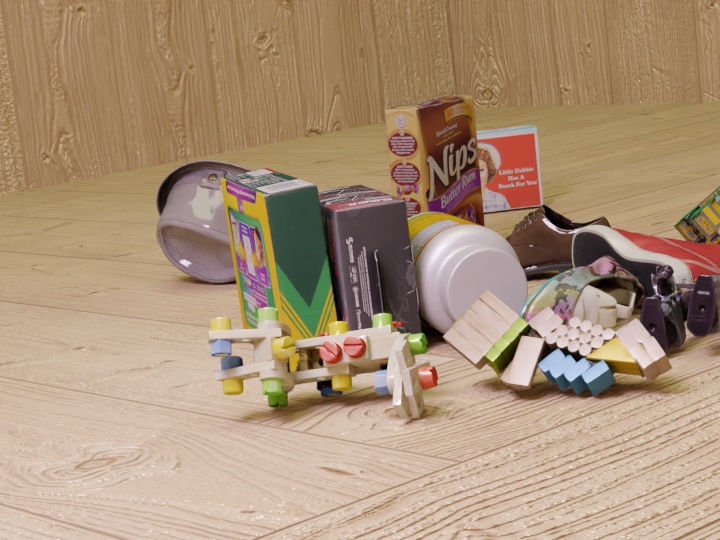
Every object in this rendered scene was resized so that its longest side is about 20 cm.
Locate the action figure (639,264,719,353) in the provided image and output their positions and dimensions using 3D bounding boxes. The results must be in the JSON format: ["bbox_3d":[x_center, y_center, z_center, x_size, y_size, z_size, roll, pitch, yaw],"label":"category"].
[{"bbox_3d":[0.324,0.026,1.672,0.129,0.070,0.200,-7,5,27],"label":"action figure"}]

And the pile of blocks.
[{"bbox_3d":[0.170,0.079,1.534,0.199,0.083,0.062,11,-26,32],"label":"pile of blocks"}]

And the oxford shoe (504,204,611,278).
[{"bbox_3d":[0.196,-0.033,2.061,0.198,0.085,0.073,-4,11,24],"label":"oxford shoe"}]

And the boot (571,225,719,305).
[{"bbox_3d":[0.322,-0.009,1.880,0.143,0.073,0.200,-11,19,-28],"label":"boot"}]

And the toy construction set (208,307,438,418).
[{"bbox_3d":[-0.021,0.074,1.537,0.198,0.093,0.131,6,-11,22],"label":"toy construction set"}]

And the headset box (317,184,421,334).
[{"bbox_3d":[0.000,0.000,1.790,0.074,0.150,0.200,-9,10,-12],"label":"headset box"}]

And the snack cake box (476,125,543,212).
[{"bbox_3d":[0.161,-0.142,2.629,0.198,0.116,0.067,-6,9,-1],"label":"snack cake box"}]

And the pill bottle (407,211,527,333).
[{"bbox_3d":[0.096,0.007,1.800,0.110,0.112,0.200,-9,10,-13],"label":"pill bottle"}]

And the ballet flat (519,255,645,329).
[{"bbox_3d":[0.223,0.032,1.740,0.071,0.070,0.200,20,21,25],"label":"ballet flat"}]

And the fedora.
[{"bbox_3d":[-0.174,-0.046,2.260,0.198,0.178,0.091,16,47,11],"label":"fedora"}]

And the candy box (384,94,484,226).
[{"bbox_3d":[0.092,-0.105,2.193,0.056,0.202,0.116,1,12,41],"label":"candy box"}]

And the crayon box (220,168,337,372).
[{"bbox_3d":[-0.080,-0.004,1.791,0.058,0.174,0.200,-12,11,-15],"label":"crayon box"}]

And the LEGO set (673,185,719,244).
[{"bbox_3d":[0.435,-0.049,1.983,0.154,0.116,0.200,-40,-4,-7],"label":"LEGO set"}]
